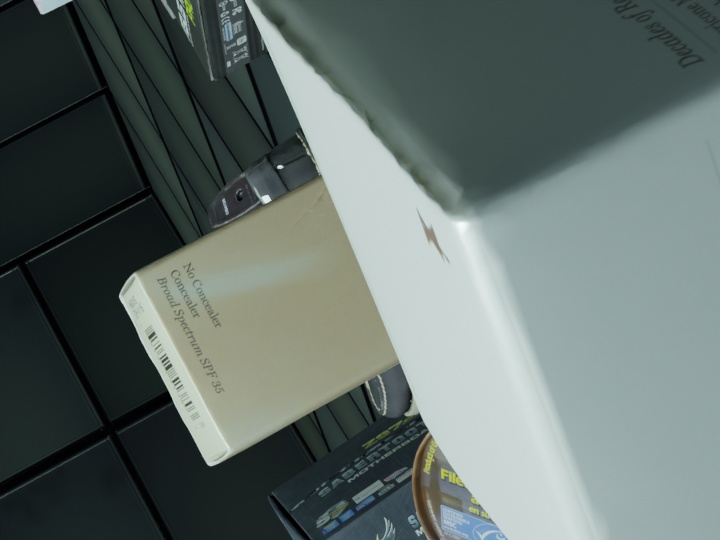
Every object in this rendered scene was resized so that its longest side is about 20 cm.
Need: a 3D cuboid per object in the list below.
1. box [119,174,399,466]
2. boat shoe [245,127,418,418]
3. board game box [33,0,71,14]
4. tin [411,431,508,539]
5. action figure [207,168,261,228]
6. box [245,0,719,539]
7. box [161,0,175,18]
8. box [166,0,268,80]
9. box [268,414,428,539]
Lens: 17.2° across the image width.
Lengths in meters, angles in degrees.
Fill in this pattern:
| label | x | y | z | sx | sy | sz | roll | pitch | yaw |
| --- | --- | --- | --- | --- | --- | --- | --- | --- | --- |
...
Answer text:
| label | x | y | z | sx | sy | sz | roll | pitch | yaw |
| --- | --- | --- | --- | --- | --- | --- | --- | --- | --- |
| box | 0.000 | 0.000 | 1.081 | 0.095 | 0.199 | 0.078 | 60 | 166 | 2 |
| boat shoe | -0.014 | 0.007 | 1.286 | 0.073 | 0.062 | 0.201 | -122 | 12 | -50 |
| board game box | -0.095 | -0.237 | 1.121 | 0.044 | 0.199 | 0.200 | 59 | 171 | 34 |
| tin | 0.112 | 0.110 | 0.978 | 0.199 | 0.042 | 0.113 | 19 | 133 | 30 |
| action figure | 0.012 | -0.022 | 1.406 | 0.199 | 0.069 | 0.131 | 8 | -137 | -45 |
| box | 0.094 | -0.016 | 0.743 | 0.200 | 0.170 | 0.200 | 50 | 166 | 56 |
| box | -0.028 | -0.192 | 1.011 | 0.041 | 0.155 | 0.200 | 57 | 171 | 12 |
| box | -0.007 | -0.163 | 0.956 | 0.044 | 0.159 | 0.200 | 58 | 172 | 13 |
| box | 0.050 | 0.108 | 1.380 | 0.051 | 0.199 | 0.158 | 58 | 174 | -10 |
